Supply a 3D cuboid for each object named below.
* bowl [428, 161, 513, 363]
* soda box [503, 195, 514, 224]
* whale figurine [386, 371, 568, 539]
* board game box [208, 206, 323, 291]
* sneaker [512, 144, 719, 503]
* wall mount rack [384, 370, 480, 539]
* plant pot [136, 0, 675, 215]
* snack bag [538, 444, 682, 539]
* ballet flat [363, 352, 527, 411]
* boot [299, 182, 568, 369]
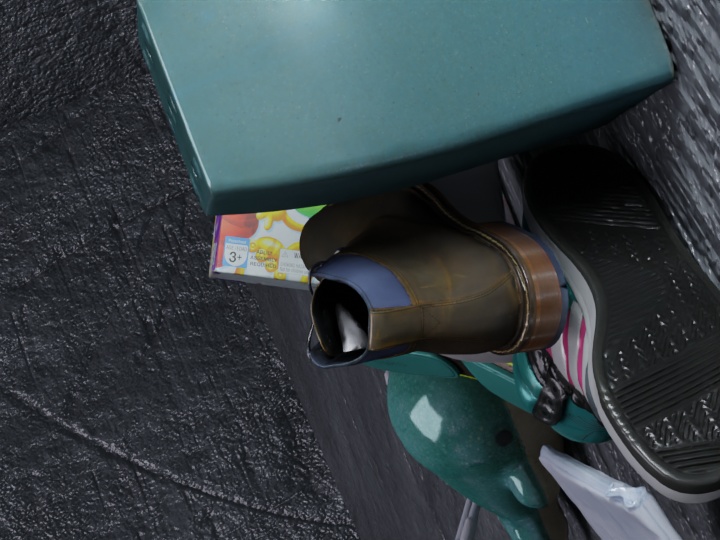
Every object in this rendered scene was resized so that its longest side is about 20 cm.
[{"bbox_3d":[0.038,-0.047,1.003,0.200,0.074,0.202,-28,-69,-87],"label":"bowl"},{"bbox_3d":[0.048,-0.034,1.229,0.200,0.063,0.069,142,107,-81],"label":"soda box"},{"bbox_3d":[0.082,0.118,1.247,0.159,0.103,0.201,-123,11,-55],"label":"whale figurine"},{"bbox_3d":[-0.041,-0.091,1.248,0.105,0.102,0.202,157,120,-83],"label":"board game box"},{"bbox_3d":[0.121,0.050,0.851,0.121,0.083,0.201,85,171,-47],"label":"sneaker"},{"bbox_3d":[0.074,0.131,1.437,0.200,0.074,0.175,94,154,-74],"label":"wall mount rack"},{"bbox_3d":[0.008,-0.104,0.813,0.141,0.198,0.142,148,100,-81],"label":"plant pot"},{"bbox_3d":[0.166,0.163,0.875,0.200,0.021,0.189,51,175,-6],"label":"snack bag"},{"bbox_3d":[0.074,0.042,1.131,0.199,0.067,0.067,14,160,38],"label":"ballet flat"},{"bbox_3d":[0.000,0.000,0.860,0.199,0.096,0.076,14,109,57],"label":"boot"}]
